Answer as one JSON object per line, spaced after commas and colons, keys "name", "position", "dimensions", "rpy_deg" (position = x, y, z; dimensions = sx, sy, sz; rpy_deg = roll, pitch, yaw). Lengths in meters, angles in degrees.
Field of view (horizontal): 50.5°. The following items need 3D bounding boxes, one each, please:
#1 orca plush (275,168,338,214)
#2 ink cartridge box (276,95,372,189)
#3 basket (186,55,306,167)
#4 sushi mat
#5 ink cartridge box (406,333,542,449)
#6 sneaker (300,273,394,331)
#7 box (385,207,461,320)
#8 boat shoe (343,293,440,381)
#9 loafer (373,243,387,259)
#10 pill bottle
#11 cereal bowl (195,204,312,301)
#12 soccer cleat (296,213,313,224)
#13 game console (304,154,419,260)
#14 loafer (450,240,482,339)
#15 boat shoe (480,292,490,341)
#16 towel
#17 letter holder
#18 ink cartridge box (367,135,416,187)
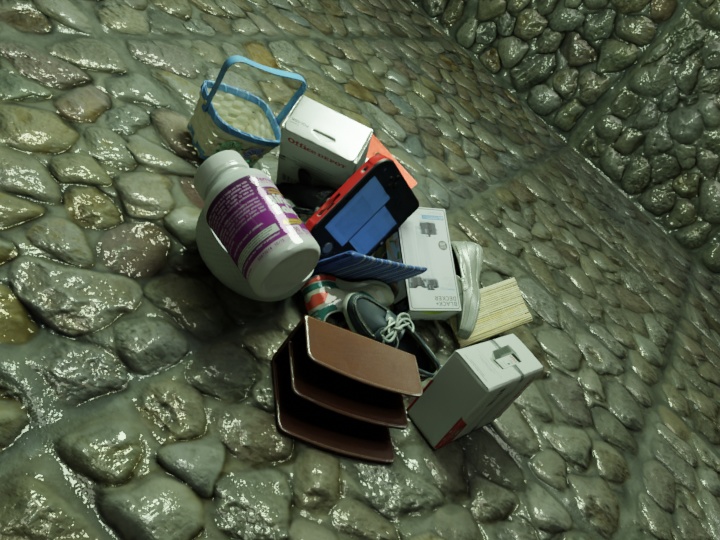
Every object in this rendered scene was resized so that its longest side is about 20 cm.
{"name": "orca plush", "position": [-0.102, -0.146, 1.348], "dimensions": [0.198, 0.073, 0.104], "rpy_deg": [17, 17, 39]}
{"name": "ink cartridge box", "position": [-0.068, -0.196, 1.376], "dimensions": [0.145, 0.201, 0.084], "rpy_deg": [27, 62, 3]}
{"name": "basket", "position": [-0.208, -0.288, 1.387], "dimensions": [0.174, 0.201, 0.140], "rpy_deg": [5, 42, -43]}
{"name": "sushi mat", "position": [0.251, 0.081, 1.502], "dimensions": [0.197, 0.012, 0.097], "rpy_deg": [-16, 74, -30]}
{"name": "ink cartridge box", "position": [0.188, 0.191, 1.239], "dimensions": [0.083, 0.148, 0.198], "rpy_deg": [49, 30, 23]}
{"name": "sneaker", "position": [-0.016, 0.066, 1.278], "dimensions": [0.198, 0.070, 0.095], "rpy_deg": [10, 58, -45]}
{"name": "box", "position": [0.112, -0.013, 1.417], "dimensions": [0.115, 0.060, 0.204], "rpy_deg": [3, 70, -27]}
{"name": "boat shoe", "position": [0.052, 0.107, 1.225], "dimensions": [0.201, 0.061, 0.075], "rpy_deg": [49, 58, -20]}
{"name": "loafer", "position": [0.114, 0.002, 1.480], "dimensions": [0.198, 0.076, 0.070], "rpy_deg": [24, 18, -25]}
{"name": "pill bottle", "position": [-0.152, -0.071, 1.077], "dimensions": [0.111, 0.113, 0.201], "rpy_deg": [-9, 56, -53]}
{"name": "cereal bowl", "position": [-0.172, -0.027, 1.192], "dimensions": [0.198, 0.084, 0.202], "rpy_deg": [28, 32, -19]}
{"name": "soccer cleat", "position": [-0.102, -0.077, 1.347], "dimensions": [0.197, 0.078, 0.070], "rpy_deg": [14, 37, -37]}
{"name": "game console", "position": [0.005, -0.087, 1.311], "dimensions": [0.031, 0.200, 0.177], "rpy_deg": [45, -2, 39]}
{"name": "loafer", "position": [0.191, 0.035, 1.453], "dimensions": [0.068, 0.070, 0.203], "rpy_deg": [11, 58, -7]}
{"name": "boat shoe", "position": [0.221, 0.053, 1.553], "dimensions": [0.074, 0.062, 0.202], "rpy_deg": [19, 36, -35]}
{"name": "towel", "position": [0.000, 0.000, 1.291], "dimensions": [0.198, 0.143, 0.024], "rpy_deg": [10, 69, -48]}
{"name": "letter holder", "position": [-0.015, 0.175, 1.081], "dimensions": [0.197, 0.101, 0.144], "rpy_deg": [22, 35, -27]}
{"name": "ink cartridge box", "position": [-0.005, -0.185, 1.524], "dimensions": [0.199, 0.047, 0.161], "rpy_deg": [-36, 74, -19]}
